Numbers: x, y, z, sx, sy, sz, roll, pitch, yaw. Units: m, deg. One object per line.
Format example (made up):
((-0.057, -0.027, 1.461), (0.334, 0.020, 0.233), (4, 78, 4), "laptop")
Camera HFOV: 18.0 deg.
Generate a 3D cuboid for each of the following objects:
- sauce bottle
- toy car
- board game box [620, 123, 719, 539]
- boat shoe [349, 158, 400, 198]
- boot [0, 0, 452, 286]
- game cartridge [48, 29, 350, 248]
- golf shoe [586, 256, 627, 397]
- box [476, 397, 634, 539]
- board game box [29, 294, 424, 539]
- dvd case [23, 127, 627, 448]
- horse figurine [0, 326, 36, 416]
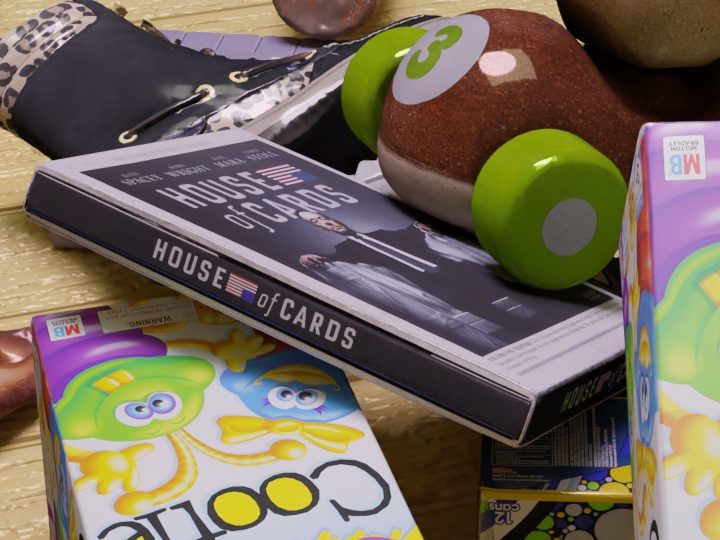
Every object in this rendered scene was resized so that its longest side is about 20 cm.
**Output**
((-0.013, -0.177, 1.268), (0.066, 0.066, 0.200), (0, 16, 2), "sauce bottle")
((0.095, -0.113, 0.873), (0.157, 0.201, 0.164), (3, 20, -24), "toy car")
((0.137, 0.066, 0.702), (0.102, 0.105, 0.201), (-1, 68, 2), "board game box")
((0.011, -0.018, 0.998), (0.199, 0.072, 0.069), (-28, 55, -23), "boat shoe")
((-0.063, -0.089, 1.047), (0.203, 0.074, 0.154), (-33, 51, -28), "boot")
((-0.070, -0.068, 1.127), (0.129, 0.039, 0.200), (8, 31, 6), "game cartridge")
((0.115, 0.051, 0.890), (0.199, 0.078, 0.095), (19, 53, 33), "golf shoe")
((0.141, 0.090, 0.806), (0.199, 0.070, 0.064), (2, 31, 4), "box")
((-0.044, 0.100, 0.760), (0.104, 0.104, 0.200), (-8, 30, -12), "board game box")
((0.000, 0.000, 0.820), (0.199, 0.025, 0.150), (25, 18, 20), "dvd case")
((-0.190, 0.050, 0.874), (0.132, 0.050, 0.200), (13, 8, -3), "horse figurine")
